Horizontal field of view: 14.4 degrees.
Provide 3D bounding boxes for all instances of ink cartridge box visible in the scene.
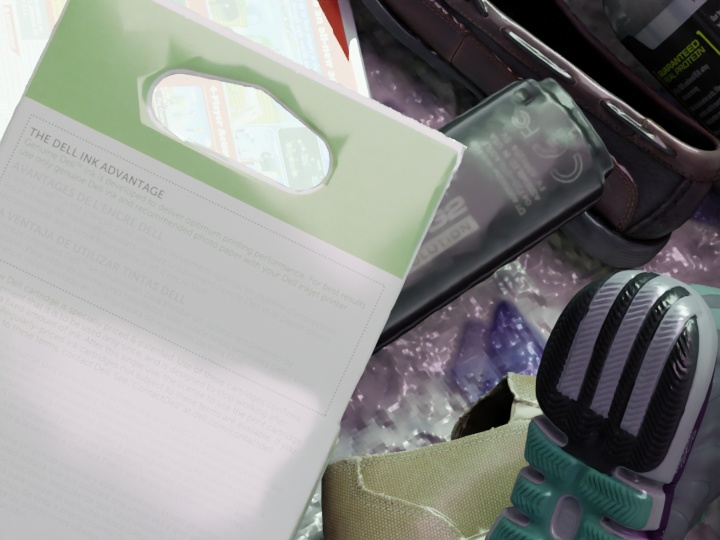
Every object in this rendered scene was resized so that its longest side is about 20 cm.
[{"bbox_3d":[-0.071,0.021,0.936,0.145,0.048,0.201,25,81,-5],"label":"ink cartridge box"}]

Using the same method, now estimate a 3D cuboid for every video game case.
[{"bbox_3d":[-0.094,-0.074,1.039,0.199,0.017,0.144,-3,64,-21],"label":"video game case"}]

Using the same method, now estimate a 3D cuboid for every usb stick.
[{"bbox_3d":[0.000,0.000,1.001,0.200,0.033,0.056,-33,83,-17],"label":"usb stick"}]

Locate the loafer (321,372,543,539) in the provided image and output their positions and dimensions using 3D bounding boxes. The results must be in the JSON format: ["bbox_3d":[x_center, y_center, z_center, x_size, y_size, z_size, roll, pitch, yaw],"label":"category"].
[{"bbox_3d":[0.071,0.065,0.992,0.199,0.076,0.068,-21,78,-28],"label":"loafer"}]

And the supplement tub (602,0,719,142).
[{"bbox_3d":[0.177,-0.092,1.073,0.200,0.123,0.123,46,58,-2],"label":"supplement tub"}]

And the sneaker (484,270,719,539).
[{"bbox_3d":[0.082,0.095,0.920,0.074,0.201,0.087,36,23,32],"label":"sneaker"}]

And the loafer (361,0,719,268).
[{"bbox_3d":[0.061,-0.095,1.071,0.200,0.063,0.072,51,38,8],"label":"loafer"}]
